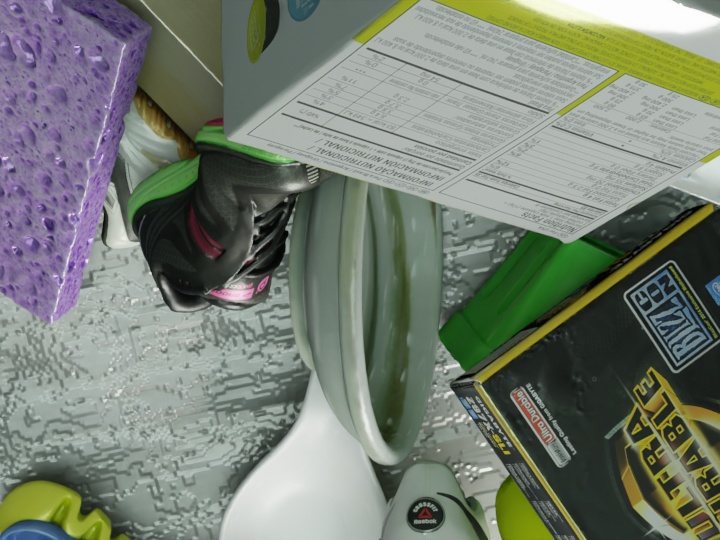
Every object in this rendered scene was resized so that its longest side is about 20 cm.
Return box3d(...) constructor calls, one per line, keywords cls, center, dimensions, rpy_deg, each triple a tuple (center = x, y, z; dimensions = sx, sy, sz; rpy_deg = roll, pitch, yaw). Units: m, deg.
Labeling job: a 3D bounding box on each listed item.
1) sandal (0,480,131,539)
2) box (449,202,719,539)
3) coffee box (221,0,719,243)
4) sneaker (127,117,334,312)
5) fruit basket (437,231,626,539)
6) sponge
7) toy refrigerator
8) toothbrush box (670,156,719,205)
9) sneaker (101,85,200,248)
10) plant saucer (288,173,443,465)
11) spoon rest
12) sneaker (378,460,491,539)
box3d(cls="sandal", center=(-0.126, 0.203, 1.255), dimensions=(0.200, 0.087, 0.079), rpy_deg=(27, 134, -6))
box3d(cls="box", center=(0.166, 0.091, 1.121), dimensions=(0.160, 0.049, 0.200), rpy_deg=(-35, 94, -16))
box3d(cls="coffee box", center=(0.070, -0.157, 0.985), dimensions=(0.200, 0.200, 0.198), rpy_deg=(15, 150, -32))
box3d(cls="sneaker", center=(-0.054, -0.026, 1.086), dimensions=(0.077, 0.200, 0.084), rpy_deg=(-9, 80, -23))
box3d(cls="fruit basket", center=(0.133, 0.097, 1.202), dimensions=(0.216, 0.156, 0.216), rpy_deg=(-1, 99, -5))
box3d(cls="sponge", center=(-0.179, -0.072, 1.148), dimensions=(0.112, 0.030, 0.200), rpy_deg=(31, 131, 11))
box3d(cls="toy refrigerator", center=(-0.093, -0.138, 1.152), dimensions=(0.200, 0.070, 0.076), rpy_deg=(46, 60, -10))
box3d(cls="toothbrush box", center=(0.236, -0.069, 1.162), dimensions=(0.200, 0.146, 0.085), rpy_deg=(21, 104, -9))
box3d(cls="sneaker", center=(-0.166, -0.094, 1.180), dimensions=(0.088, 0.076, 0.200), rpy_deg=(-40, 99, 18))
box3d(cls="plant saucer", center=(0.000, 0.000, 1.151), dimensions=(0.050, 0.200, 0.200), rpy_deg=(1, 107, 14))
box3d(cls="spoon rest", center=(-0.024, 0.106, 1.251), dimensions=(0.099, 0.061, 0.200), rpy_deg=(7, 105, -4))
box3d(cls="sneaker", center=(0.045, 0.164, 1.234), dimensions=(0.074, 0.200, 0.089), rpy_deg=(2, 65, 1))
